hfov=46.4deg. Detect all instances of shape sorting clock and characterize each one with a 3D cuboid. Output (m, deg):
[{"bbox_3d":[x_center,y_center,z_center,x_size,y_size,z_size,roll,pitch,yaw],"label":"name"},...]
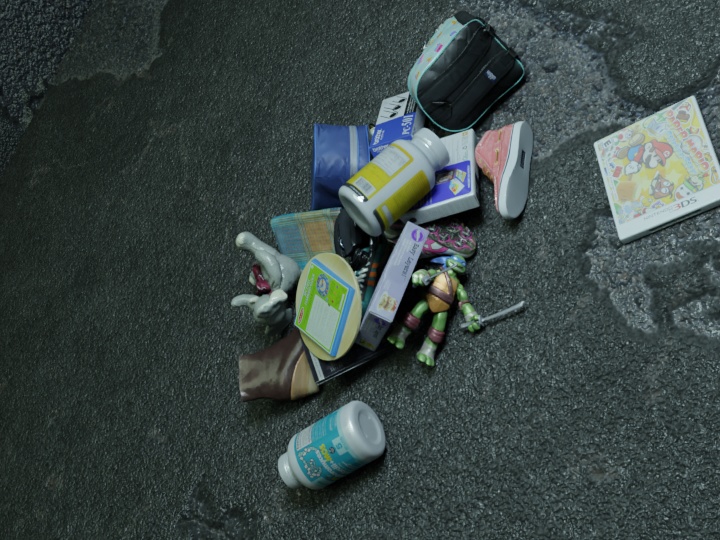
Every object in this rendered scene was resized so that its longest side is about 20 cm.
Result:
[{"bbox_3d":[-0.061,0.068,1.587,0.198,0.039,0.204,3,95,47],"label":"shape sorting clock"}]

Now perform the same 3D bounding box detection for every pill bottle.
[{"bbox_3d":[0.065,-0.164,1.522,0.199,0.113,0.112,-41,45,-11],"label":"pill bottle"},{"bbox_3d":[-0.058,0.331,1.547,0.199,0.110,0.112,-34,51,24],"label":"pill bottle"}]

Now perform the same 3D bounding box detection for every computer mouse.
[{"bbox_3d":[-0.015,-0.074,1.612,0.140,0.046,0.202,-38,33,48],"label":"computer mouse"}]

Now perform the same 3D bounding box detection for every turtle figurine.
[{"bbox_3d":[0.141,0.070,1.482,0.200,0.143,0.196,38,101,48],"label":"turtle figurine"}]

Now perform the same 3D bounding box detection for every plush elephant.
[{"bbox_3d":[-0.196,0.048,1.764,0.198,0.166,0.156,22,60,15],"label":"plush elephant"}]

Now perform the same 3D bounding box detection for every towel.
[{"bbox_3d":[-0.100,-0.053,1.775,0.198,0.022,0.149,-5,107,39],"label":"towel"}]

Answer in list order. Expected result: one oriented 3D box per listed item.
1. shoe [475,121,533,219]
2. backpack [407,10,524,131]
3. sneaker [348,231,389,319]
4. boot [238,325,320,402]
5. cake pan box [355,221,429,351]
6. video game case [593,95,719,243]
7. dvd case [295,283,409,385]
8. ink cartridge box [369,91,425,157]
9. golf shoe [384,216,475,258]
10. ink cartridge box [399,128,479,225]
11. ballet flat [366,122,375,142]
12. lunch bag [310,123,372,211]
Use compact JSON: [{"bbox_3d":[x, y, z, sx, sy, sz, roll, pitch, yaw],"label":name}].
[{"bbox_3d":[0.260,-0.181,1.557,0.090,0.071,0.203,-7,60,40],"label":"shoe"},{"bbox_3d":[0.190,-0.382,1.643,0.201,0.175,0.154,-50,29,8],"label":"backpack"},{"bbox_3d":[0.000,0.000,1.650,0.070,0.080,0.202,2,57,25],"label":"sneaker"},{"bbox_3d":[-0.168,0.165,1.707,0.163,0.073,0.203,-5,69,3],"label":"boot"},{"bbox_3d":[0.056,0.029,1.541,0.185,0.052,0.202,117,177,-65],"label":"cake pan box"},{"bbox_3d":[0.490,-0.166,1.379,0.180,0.023,0.203,-25,55,30],"label":"video game case"},{"bbox_3d":[-0.018,0.120,1.634,0.198,0.016,0.150,-25,52,2],"label":"dvd case"},{"bbox_3d":[0.081,-0.298,1.717,0.093,0.045,0.201,-15,35,22],"label":"ink cartridge box"},{"bbox_3d":[0.134,-0.062,1.611,0.198,0.093,0.073,23,50,29],"label":"golf shoe"},{"bbox_3d":[0.129,-0.173,1.610,0.197,0.044,0.200,-13,43,20],"label":"ink cartridge box"},{"bbox_3d":[0.053,-0.253,1.770,0.073,0.073,0.201,-48,44,11],"label":"ballet flat"},{"bbox_3d":[-0.036,-0.204,1.747,0.130,0.201,0.138,1,63,-5],"label":"lunch bag"}]
